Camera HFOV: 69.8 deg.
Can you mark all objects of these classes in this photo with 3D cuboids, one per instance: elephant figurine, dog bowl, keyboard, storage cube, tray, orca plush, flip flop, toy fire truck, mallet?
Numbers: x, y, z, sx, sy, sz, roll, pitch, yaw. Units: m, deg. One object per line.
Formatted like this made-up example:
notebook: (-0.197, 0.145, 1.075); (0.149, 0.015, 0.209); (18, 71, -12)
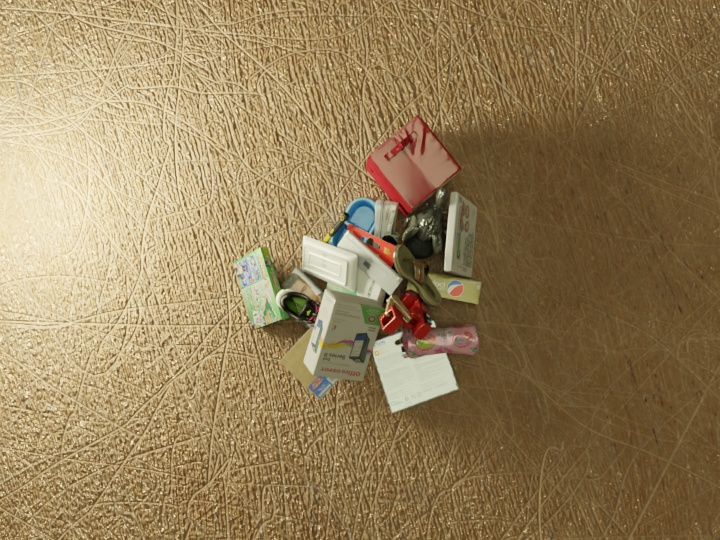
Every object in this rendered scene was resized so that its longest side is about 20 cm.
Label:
elephant figurine: (0.171, -0.108, 1.354); (0.140, 0.200, 0.156); (-16, 85, 1)
dog bowl: (-0.013, -0.115, 1.439); (0.111, 0.050, 0.201); (31, 87, 5)
keyboard: (0.022, -0.021, 1.331); (0.200, 0.011, 0.056); (43, 116, 18)
storage cube: (0.135, -0.269, 1.373); (0.171, 0.200, 0.180); (-39, 91, -1)
tray: (-0.091, -0.017, 1.380); (0.199, 0.022, 0.108); (21, 116, 35)
orca plush: (0.071, 0.013, 1.368); (0.104, 0.071, 0.201); (11, 111, -18)
flip flop: (0.153, 0.009, 1.313); (0.057, 0.081, 0.200); (-24, 113, 40)
toy fire truck: (0.111, 0.103, 1.290); (0.141, 0.200, 0.049); (34, 114, -20)
mallet: (-0.089, -0.100, 1.389); (0.041, 0.200, 0.066); (-18, 64, -41)

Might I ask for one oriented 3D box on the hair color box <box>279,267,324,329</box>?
hair color box: (-0.135, 0.097, 1.424); (0.200, 0.061, 0.099); (44, 90, 5)

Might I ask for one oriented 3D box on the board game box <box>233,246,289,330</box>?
board game box: (-0.274, 0.051, 1.411); (0.134, 0.029, 0.202); (-21, 84, 39)

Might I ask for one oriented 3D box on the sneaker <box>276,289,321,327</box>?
sneaker: (-0.126, 0.108, 1.324); (0.199, 0.087, 0.074); (26, 90, -4)

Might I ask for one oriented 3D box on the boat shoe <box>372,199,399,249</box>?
boat shoe: (0.072, -0.090, 1.390); (0.066, 0.074, 0.201); (5, 117, 12)

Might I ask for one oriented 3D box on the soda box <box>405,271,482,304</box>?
soda box: (0.224, 0.044, 1.407); (0.198, 0.068, 0.065); (10, 87, 3)

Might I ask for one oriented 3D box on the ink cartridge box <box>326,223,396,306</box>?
ink cartridge box: (0.000, 0.000, 1.362); (0.160, 0.050, 0.201); (28, 124, 23)

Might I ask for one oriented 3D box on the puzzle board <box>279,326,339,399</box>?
puzzle board: (-0.095, 0.222, 1.380); (0.151, 0.017, 0.200); (43, 91, -1)

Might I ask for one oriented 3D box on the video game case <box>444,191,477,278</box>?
video game case: (0.267, -0.088, 1.363); (0.024, 0.182, 0.202); (3, 85, 29)

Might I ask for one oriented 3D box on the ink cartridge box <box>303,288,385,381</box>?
ink cartridge box: (-0.041, 0.165, 1.293); (0.144, 0.087, 0.201); (14, 101, -26)

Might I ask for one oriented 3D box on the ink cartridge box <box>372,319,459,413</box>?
ink cartridge box: (0.144, 0.261, 1.409); (0.195, 0.043, 0.201); (-19, 82, 0)

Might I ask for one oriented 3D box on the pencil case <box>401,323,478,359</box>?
pencil case: (0.207, 0.185, 1.351); (0.198, 0.087, 0.088); (-4, 86, 0)
